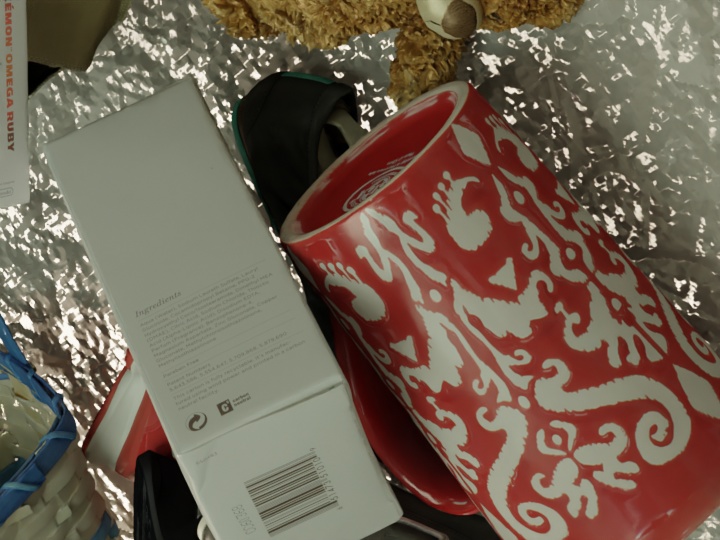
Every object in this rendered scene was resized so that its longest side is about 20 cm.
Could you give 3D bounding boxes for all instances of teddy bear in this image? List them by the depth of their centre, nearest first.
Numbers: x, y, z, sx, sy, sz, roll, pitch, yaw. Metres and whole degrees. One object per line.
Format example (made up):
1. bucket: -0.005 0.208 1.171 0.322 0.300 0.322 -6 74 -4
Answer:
1. teddy bear: -0.002 -0.135 1.316 0.199 0.067 0.145 23 132 24

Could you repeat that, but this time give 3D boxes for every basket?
1. basket: -0.229 0.102 1.500 0.139 0.176 0.200 29 154 42

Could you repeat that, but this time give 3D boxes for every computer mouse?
1. computer mouse: -0.078 0.178 1.440 0.046 0.200 0.141 -2 110 -10

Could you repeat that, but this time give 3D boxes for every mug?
1. mug: 0.051 0.038 1.310 0.177 0.134 0.200 -34 106 22

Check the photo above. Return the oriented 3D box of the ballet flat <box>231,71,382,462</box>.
1. ballet flat: 0.000 0.000 1.405 0.068 0.068 0.201 -10 113 30

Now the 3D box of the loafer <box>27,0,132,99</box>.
1. loafer: -0.140 -0.129 1.383 0.076 0.068 0.200 9 160 -15

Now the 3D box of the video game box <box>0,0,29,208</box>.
1. video game box: -0.231 -0.131 1.365 0.200 0.047 0.183 14 112 41

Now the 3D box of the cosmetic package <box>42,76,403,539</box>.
1. cosmetic package: -0.062 0.025 1.310 0.113 0.081 0.200 68 177 -51

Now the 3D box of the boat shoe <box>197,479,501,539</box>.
1. boat shoe: 0.015 0.138 1.403 0.067 0.200 0.057 -55 45 23

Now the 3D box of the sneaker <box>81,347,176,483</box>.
1. sneaker: -0.059 0.062 1.494 0.115 0.078 0.200 34 146 2

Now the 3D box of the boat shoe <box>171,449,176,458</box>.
1. boat shoe: -0.034 0.110 1.445 0.072 0.071 0.200 32 168 44
